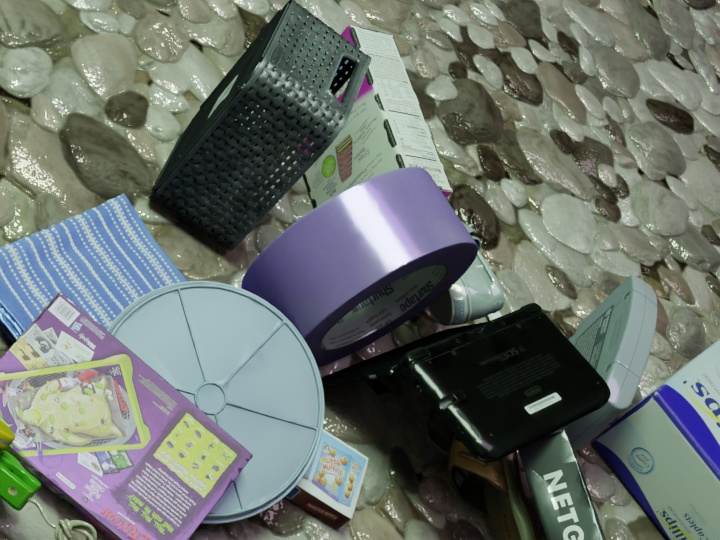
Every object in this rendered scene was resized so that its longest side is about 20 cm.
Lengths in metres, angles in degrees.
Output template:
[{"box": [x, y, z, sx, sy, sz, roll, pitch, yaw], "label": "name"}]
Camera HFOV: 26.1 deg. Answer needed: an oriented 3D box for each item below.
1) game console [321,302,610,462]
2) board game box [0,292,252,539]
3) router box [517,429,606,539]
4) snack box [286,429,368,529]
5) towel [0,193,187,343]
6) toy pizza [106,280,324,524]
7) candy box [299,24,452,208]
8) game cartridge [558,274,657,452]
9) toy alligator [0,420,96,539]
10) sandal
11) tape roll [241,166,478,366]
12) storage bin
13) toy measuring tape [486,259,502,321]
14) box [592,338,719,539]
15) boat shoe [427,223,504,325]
[{"box": [0.096, 0.108, 1.417, 0.200, 0.116, 0.176, -19, 61, -46], "label": "game console"}, {"box": [-0.195, 0.126, 1.200, 0.200, 0.032, 0.120, 42, 61, -6], "label": "board game box"}, {"box": [0.199, 0.260, 1.386, 0.149, 0.051, 0.200, 62, 10, -60], "label": "router box"}, {"box": [-0.085, 0.140, 1.325, 0.200, 0.024, 0.072, 34, 41, -14], "label": "snack box"}, {"box": [-0.224, 0.018, 1.308, 0.145, 0.024, 0.200, 52, 39, 6], "label": "towel"}, {"box": [-0.126, 0.107, 1.267, 0.200, 0.032, 0.200, 7, 71, -20], "label": "toy pizza"}, {"box": [0.003, -0.122, 1.544, 0.061, 0.136, 0.200, 6, 54, -37], "label": "candy box"}, {"box": [0.243, 0.096, 1.570, 0.042, 0.133, 0.200, 38, 40, -10], "label": "game cartridge"}, {"box": [-0.275, 0.139, 1.137, 0.200, 0.059, 0.054, 39, -1, -8], "label": "toy alligator"}, {"box": [0.112, 0.193, 1.427, 0.054, 0.080, 0.200, -7, 63, -20], "label": "sandal"}, {"box": [0.000, 0.000, 1.384, 0.200, 0.200, 0.085, -17, 69, -48], "label": "tape roll"}, {"box": [-0.092, -0.131, 1.414, 0.094, 0.200, 0.135, 34, 40, -13], "label": "storage bin"}, {"box": [0.163, 0.058, 1.583, 0.074, 0.074, 0.200, 8, 52, -37], "label": "toy measuring tape"}, {"box": [0.373, 0.191, 1.627, 0.184, 0.105, 0.200, 52, 40, 9], "label": "box"}, {"box": [0.085, -0.016, 1.539, 0.071, 0.070, 0.201, -6, 38, -18], "label": "boat shoe"}]
